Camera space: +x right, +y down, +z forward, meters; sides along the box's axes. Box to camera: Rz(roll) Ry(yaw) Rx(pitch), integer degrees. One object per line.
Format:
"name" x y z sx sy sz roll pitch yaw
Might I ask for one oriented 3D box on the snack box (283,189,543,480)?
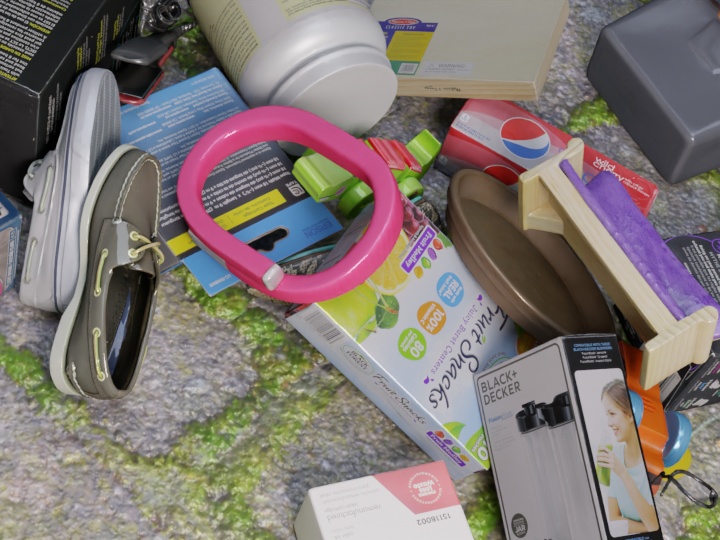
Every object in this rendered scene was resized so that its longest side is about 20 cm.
"snack box" 0.053 0.051 1.117 0.200 0.053 0.142 45 55 -11

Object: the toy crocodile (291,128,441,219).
"toy crocodile" 0.009 -0.091 1.200 0.068 0.062 0.200 52 28 18

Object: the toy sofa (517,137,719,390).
"toy sofa" 0.220 -0.013 1.120 0.097 0.083 0.201 -29 62 -7

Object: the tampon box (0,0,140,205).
"tampon box" -0.285 -0.191 1.157 0.126 0.150 0.201 24 54 1

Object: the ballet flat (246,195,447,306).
"ballet flat" 0.000 0.000 1.171 0.199 0.068 0.076 -25 81 -31

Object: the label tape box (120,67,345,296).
"label tape box" -0.131 -0.065 1.171 0.144 0.063 0.200 -27 68 -29

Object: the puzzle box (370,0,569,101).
"puzzle box" 0.090 -0.219 1.308 0.199 0.026 0.134 6 51 23

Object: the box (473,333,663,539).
"box" 0.160 0.160 1.041 0.060 0.116 0.202 0 72 -33

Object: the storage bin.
"storage bin" 0.328 -0.191 1.355 0.134 0.146 0.201 -25 67 -18

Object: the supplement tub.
"supplement tub" -0.064 -0.220 1.245 0.144 0.145 0.201 -17 63 -25

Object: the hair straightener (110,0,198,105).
"hair straightener" -0.177 -0.212 1.215 0.041 0.077 0.200 15 26 6

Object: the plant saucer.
"plant saucer" 0.143 -0.004 1.178 0.200 0.029 0.201 37 25 -20

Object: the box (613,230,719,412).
"box" 0.350 0.037 1.218 0.199 0.106 0.123 -8 59 -20

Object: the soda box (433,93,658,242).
"soda box" 0.174 -0.088 1.277 0.199 0.064 0.070 30 54 5

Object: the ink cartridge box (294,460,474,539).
"ink cartridge box" 0.037 0.252 1.005 0.116 0.068 0.201 -9 60 -22

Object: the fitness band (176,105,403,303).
"fitness band" -0.058 -0.057 1.078 0.200 0.037 0.144 34 73 32

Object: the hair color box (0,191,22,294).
"hair color box" -0.354 -0.069 1.087 0.060 0.100 0.200 -33 71 -33

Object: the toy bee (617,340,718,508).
"toy bee" 0.210 0.150 1.115 0.131 0.109 0.200 35 25 1

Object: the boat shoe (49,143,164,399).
"boat shoe" -0.184 0.001 1.064 0.060 0.072 0.203 7 80 32

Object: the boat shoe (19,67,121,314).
"boat shoe" -0.240 -0.065 1.094 0.066 0.074 0.202 5 83 9
